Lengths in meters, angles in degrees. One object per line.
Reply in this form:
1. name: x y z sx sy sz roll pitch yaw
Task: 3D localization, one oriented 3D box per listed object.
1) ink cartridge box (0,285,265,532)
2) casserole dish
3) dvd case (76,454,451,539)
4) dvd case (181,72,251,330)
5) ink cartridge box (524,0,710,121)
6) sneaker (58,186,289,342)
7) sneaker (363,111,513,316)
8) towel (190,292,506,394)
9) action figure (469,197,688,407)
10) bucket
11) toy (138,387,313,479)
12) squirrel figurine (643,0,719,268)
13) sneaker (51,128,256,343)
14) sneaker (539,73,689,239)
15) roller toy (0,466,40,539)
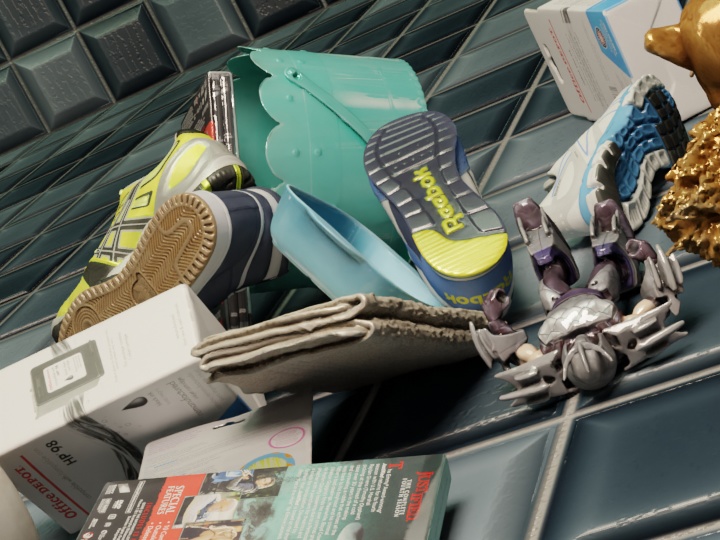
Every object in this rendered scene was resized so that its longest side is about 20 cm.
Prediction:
1. ink cartridge box: -0.173 0.103 1.111 0.200 0.116 0.067 -26 51 8
2. casserole dish: 0.000 0.000 1.146 0.039 0.121 0.200 -49 -17 7
3. dvd case: -0.059 0.150 0.871 0.200 0.022 0.146 -8 25 14
4. dvd case: -0.115 -0.039 1.318 0.022 0.200 0.146 -2 -11 -15
5. ink cartridge box: 0.222 -0.191 1.455 0.067 0.116 0.200 -29 16 -7
6. sneaker: -0.125 0.013 1.176 0.108 0.070 0.200 -16 -24 -52
7. sneaker: 0.056 -0.038 1.180 0.074 0.082 0.200 -22 42 3
8. towel: -0.003 0.050 1.050 0.132 0.035 0.200 -16 -12 28
9. action figure: 0.132 0.017 1.020 0.130 0.069 0.200 -13 22 11
10. bucket: -0.031 -0.078 1.327 0.135 0.207 0.207 -3 10 -15
11. toy: -0.076 0.147 0.977 0.115 0.047 0.200 -18 20 7
12. squirrel figurine: 0.230 -0.066 0.891 0.141 0.187 0.200 -19 17 28
13. sneaker: -0.157 -0.018 1.240 0.200 0.075 0.076 -45 51 13
14. sneaker: 0.183 -0.083 1.260 0.087 0.075 0.200 -23 14 38
15. roller toy: -0.284 0.167 1.011 0.182 0.200 0.140 7 34 46
